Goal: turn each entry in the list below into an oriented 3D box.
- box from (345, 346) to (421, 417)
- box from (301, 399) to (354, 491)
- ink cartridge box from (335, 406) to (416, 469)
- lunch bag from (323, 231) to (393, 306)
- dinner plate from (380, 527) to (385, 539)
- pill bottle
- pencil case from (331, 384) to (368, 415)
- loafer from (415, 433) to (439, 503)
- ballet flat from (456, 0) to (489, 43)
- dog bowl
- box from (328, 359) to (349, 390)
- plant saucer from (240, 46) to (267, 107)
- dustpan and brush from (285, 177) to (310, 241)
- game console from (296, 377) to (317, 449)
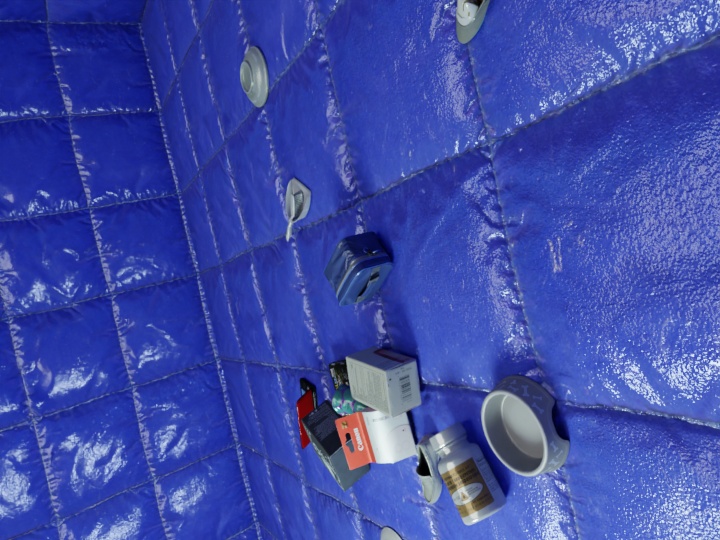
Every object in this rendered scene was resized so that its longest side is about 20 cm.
[{"bbox_3d":[0.061,0.298,1.423,0.198,0.107,0.132,6,108,57],"label":"box"},{"bbox_3d":[-0.082,0.583,1.745,0.195,0.123,0.204,33,148,47],"label":"box"},{"bbox_3d":[0.046,0.462,1.450,0.057,0.195,0.167,-151,43,-74],"label":"ink cartridge box"},{"bbox_3d":[0.000,0.000,1.415,0.134,0.133,0.201,60,144,24],"label":"lunch bag"},{"bbox_3d":[0.117,0.951,1.709,0.199,0.024,0.206,28,124,51],"label":"dinner plate"},{"bbox_3d":[0.245,0.469,1.218,0.203,0.112,0.115,63,146,21],"label":"pill bottle"},{"bbox_3d":[0.011,0.410,1.558,0.196,0.084,0.095,9,93,38],"label":"pencil case"},{"bbox_3d":[0.177,0.537,1.398,0.069,0.068,0.206,17,116,54],"label":"loafer"},{"bbox_3d":[0.208,-0.507,0.939,0.068,0.062,0.201,61,146,23],"label":"ballet flat"},{"bbox_3d":[0.330,0.325,1.075,0.199,0.057,0.206,32,128,51],"label":"dog bowl"},{"bbox_3d":[-0.031,0.395,1.707,0.159,0.048,0.206,-24,81,61],"label":"box"},{"bbox_3d":[-0.390,-0.692,1.865,0.199,0.049,0.206,31,127,51],"label":"plant saucer"},{"bbox_3d":[-0.227,-0.196,1.783,0.139,0.056,0.205,41,135,44],"label":"dustpan and brush"},{"bbox_3d":[-0.226,0.550,2.023,0.171,0.116,0.206,17,116,55],"label":"game console"}]
